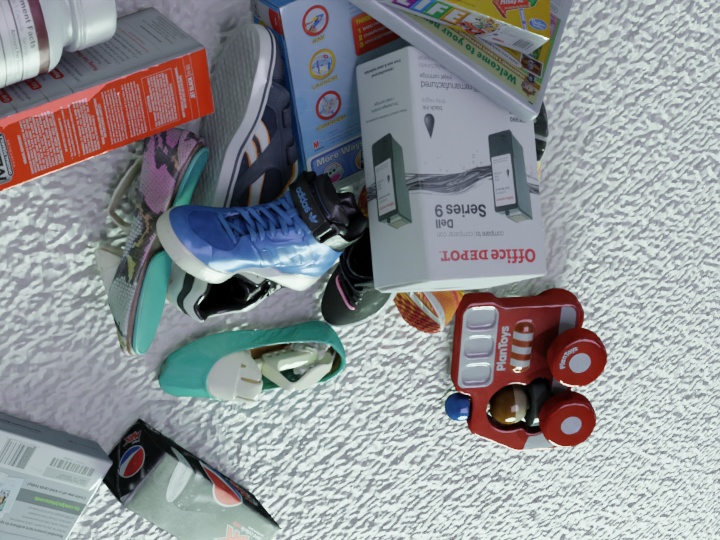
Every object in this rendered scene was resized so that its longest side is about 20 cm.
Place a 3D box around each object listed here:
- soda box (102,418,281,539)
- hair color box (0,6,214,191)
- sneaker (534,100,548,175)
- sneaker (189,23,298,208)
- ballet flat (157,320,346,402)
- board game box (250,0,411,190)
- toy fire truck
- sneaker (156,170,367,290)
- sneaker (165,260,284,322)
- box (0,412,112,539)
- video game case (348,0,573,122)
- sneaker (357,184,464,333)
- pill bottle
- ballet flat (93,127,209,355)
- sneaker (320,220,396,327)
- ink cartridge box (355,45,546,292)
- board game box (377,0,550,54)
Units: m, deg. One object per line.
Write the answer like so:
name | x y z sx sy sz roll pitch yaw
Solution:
soda box | -0.168 0.229 1.373 0.071 0.063 0.200 -48 135 -2
hair color box | -0.225 -0.136 1.077 0.198 0.101 0.062 -23 129 -24
sneaker | 0.150 -0.119 1.396 0.091 0.077 0.202 -67 167 -49
sneaker | -0.093 -0.122 1.205 0.078 0.079 0.202 -1 128 -31
ballet flat | -0.097 0.093 1.338 0.198 0.070 0.068 -11 124 -32
board game box | 0.009 -0.192 1.254 0.198 0.056 0.198 -26 129 -23
toy fire truck | 0.178 0.114 1.555 0.165 0.113 0.203 -1 119 -9
sneaker | -0.075 -0.043 1.164 0.111 0.077 0.199 -41 149 26
sneaker | -0.095 0.004 1.281 0.198 0.080 0.075 -19 125 -30
box | -0.341 0.232 1.257 0.155 0.041 0.202 25 99 -44
video game case | 0.095 -0.253 1.189 0.199 0.022 0.184 31 61 -20
sneaker | 0.050 -0.027 1.393 0.078 0.072 0.201 -57 140 -34
pill bottle | -0.285 -0.185 0.991 0.198 0.114 0.116 -23 129 -25
ballet flat | -0.191 -0.030 1.194 0.069 0.070 0.203 -27 136 -76
sneaker | 0.000 0.000 1.304 0.099 0.071 0.200 -17 162 -47
ink cartridge box | 0.082 -0.086 1.214 0.144 0.084 0.204 -3 86 -37
board game box | 0.070 -0.274 1.146 0.197 0.034 0.137 13 68 -27
